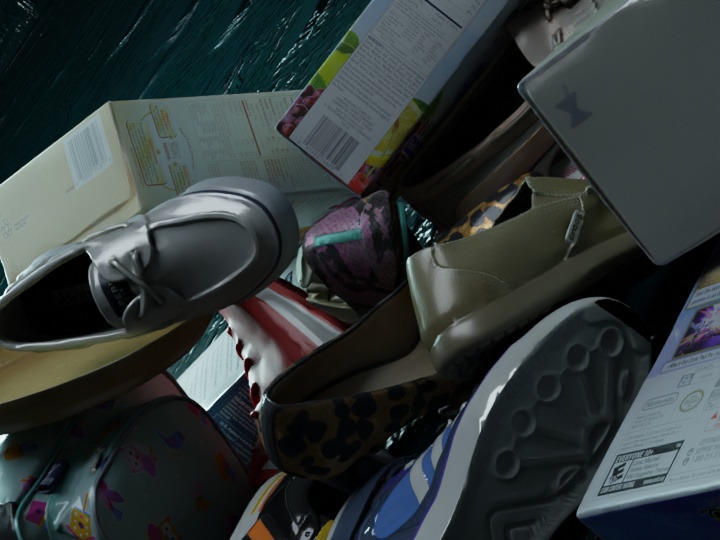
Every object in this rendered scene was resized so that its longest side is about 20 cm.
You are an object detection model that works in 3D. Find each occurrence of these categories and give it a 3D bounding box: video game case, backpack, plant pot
[{"bbox_3d":[0.196,0.030,1.004,0.200,0.045,0.182,-22,33,59],"label":"video game case"},{"bbox_3d":[-0.146,0.149,1.436,0.152,0.176,0.201,-22,27,25],"label":"backpack"},{"bbox_3d":[-0.172,0.051,1.422,0.198,0.028,0.200,-18,15,5],"label":"plant pot"}]

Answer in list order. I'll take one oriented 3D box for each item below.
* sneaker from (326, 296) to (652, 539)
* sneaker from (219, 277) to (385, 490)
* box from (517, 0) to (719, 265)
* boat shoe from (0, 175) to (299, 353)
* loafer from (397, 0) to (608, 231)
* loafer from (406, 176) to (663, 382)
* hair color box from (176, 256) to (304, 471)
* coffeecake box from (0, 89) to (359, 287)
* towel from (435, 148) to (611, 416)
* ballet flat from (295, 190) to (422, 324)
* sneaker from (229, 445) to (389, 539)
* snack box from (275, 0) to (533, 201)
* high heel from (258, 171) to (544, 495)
[{"bbox_3d":[0.049,0.096,1.187,0.201,0.080,0.146,-59,22,-9],"label":"sneaker"},{"bbox_3d":[-0.058,0.066,1.443,0.200,0.078,0.116,30,92,47],"label":"sneaker"},{"bbox_3d":[0.184,-0.111,1.132,0.128,0.109,0.200,-35,6,38],"label":"box"},{"bbox_3d":[-0.125,0.003,1.340,0.199,0.072,0.066,-12,16,32],"label":"boat shoe"},{"bbox_3d":[0.093,-0.104,1.303,0.201,0.063,0.072,-58,26,17],"label":"loafer"},{"bbox_3d":[0.105,-0.019,1.193,0.199,0.068,0.076,-29,-13,-29],"label":"loafer"},{"bbox_3d":[-0.047,0.055,1.561,0.200,0.060,0.100,-46,18,18],"label":"hair color box"},{"bbox_3d":[-0.108,-0.049,1.513,0.199,0.074,0.153,-7,-17,-42],"label":"coffeecake box"},{"bbox_3d":[0.092,-0.031,1.352,0.146,0.030,0.201,-36,39,46],"label":"towel"},{"bbox_3d":[0.000,0.000,1.351,0.200,0.070,0.070,60,-153,-77],"label":"ballet flat"},{"bbox_3d":[-0.040,0.168,1.285,0.090,0.070,0.201,-38,19,45],"label":"sneaker"},{"bbox_3d":[0.044,-0.132,1.363,0.201,0.067,0.169,-54,-5,2],"label":"snack box"},{"bbox_3d":[0.026,0.022,1.224,0.071,0.142,0.201,28,87,31],"label":"high heel"}]
